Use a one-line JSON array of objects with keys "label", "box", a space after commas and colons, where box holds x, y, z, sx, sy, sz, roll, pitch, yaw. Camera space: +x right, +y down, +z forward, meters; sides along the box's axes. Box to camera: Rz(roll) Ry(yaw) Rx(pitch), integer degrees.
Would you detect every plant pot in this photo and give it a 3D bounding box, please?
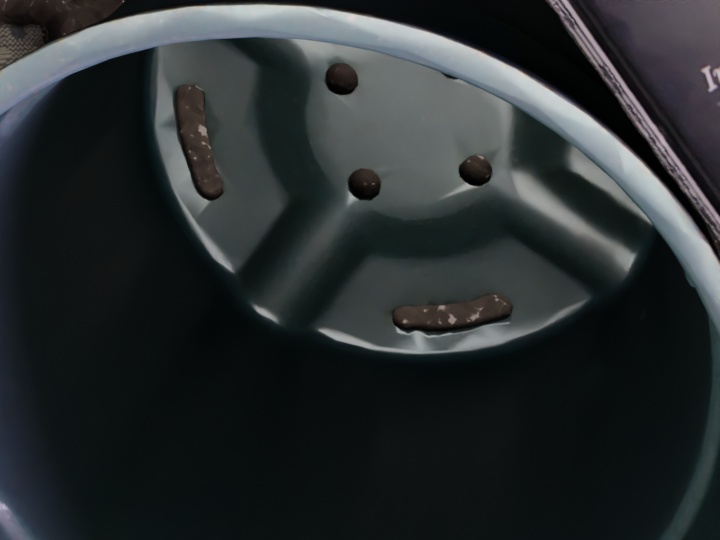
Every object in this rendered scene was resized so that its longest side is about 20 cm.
[{"label": "plant pot", "box": [0.000, 0.000, 0.692, 0.200, 0.196, 0.201, 4, 115, 8]}]

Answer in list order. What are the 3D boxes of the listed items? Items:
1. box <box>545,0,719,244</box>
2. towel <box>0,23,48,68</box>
[{"label": "box", "box": [0.128, -0.069, 0.638, 0.124, 0.200, 0.197, -33, 106, 20]}, {"label": "towel", "box": [-0.174, 0.036, 0.784, 0.199, 0.035, 0.193, -4, 84, 7]}]
